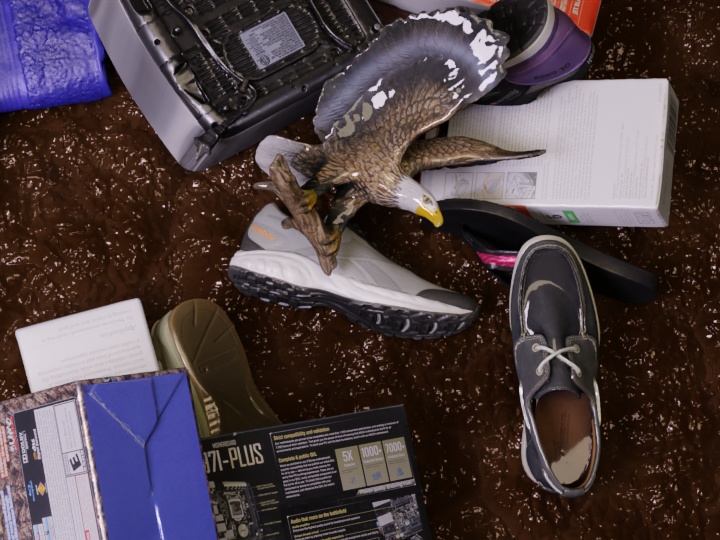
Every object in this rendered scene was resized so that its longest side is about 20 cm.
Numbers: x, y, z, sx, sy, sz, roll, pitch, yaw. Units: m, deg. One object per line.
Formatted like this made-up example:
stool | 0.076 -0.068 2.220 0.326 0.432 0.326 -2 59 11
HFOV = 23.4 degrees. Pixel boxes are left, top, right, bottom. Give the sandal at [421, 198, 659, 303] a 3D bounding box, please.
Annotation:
sandal | 0.141 -0.006 1.384 0.199 0.075 0.045 22 74 -2

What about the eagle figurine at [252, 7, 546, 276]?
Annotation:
eagle figurine | 0.028 -0.090 1.317 0.200 0.152 0.151 -41 92 -12

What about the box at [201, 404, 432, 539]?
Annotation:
box | -0.054 0.196 1.264 0.199 0.086 0.165 -7 81 -34

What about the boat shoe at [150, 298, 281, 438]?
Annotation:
boat shoe | -0.108 0.124 1.342 0.073 0.063 0.201 -20 84 -36

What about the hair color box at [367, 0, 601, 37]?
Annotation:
hair color box | 0.088 -0.222 1.414 0.199 0.111 0.064 17 75 0

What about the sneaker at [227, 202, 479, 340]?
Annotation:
sneaker | 0.000 0.000 1.371 0.199 0.074 0.080 17 70 0

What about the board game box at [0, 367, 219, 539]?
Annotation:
board game box | -0.202 0.164 1.190 0.097 0.199 0.160 -4 82 -47

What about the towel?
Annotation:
towel | -0.308 -0.195 1.404 0.199 0.050 0.148 -12 77 -8

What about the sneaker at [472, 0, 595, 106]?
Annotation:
sneaker | 0.095 -0.150 1.383 0.087 0.199 0.076 28 60 -38

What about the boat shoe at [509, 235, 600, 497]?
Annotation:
boat shoe | 0.154 0.074 1.338 0.071 0.068 0.201 -4 95 -2

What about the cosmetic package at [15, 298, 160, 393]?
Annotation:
cosmetic package | -0.188 0.131 1.321 0.101 0.074 0.201 -14 80 -9

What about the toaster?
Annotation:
toaster | -0.104 -0.191 1.366 0.200 0.119 0.181 -31 86 -22

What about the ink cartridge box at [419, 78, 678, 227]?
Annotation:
ink cartridge box | 0.152 -0.095 1.408 0.199 0.050 0.110 2 74 22
